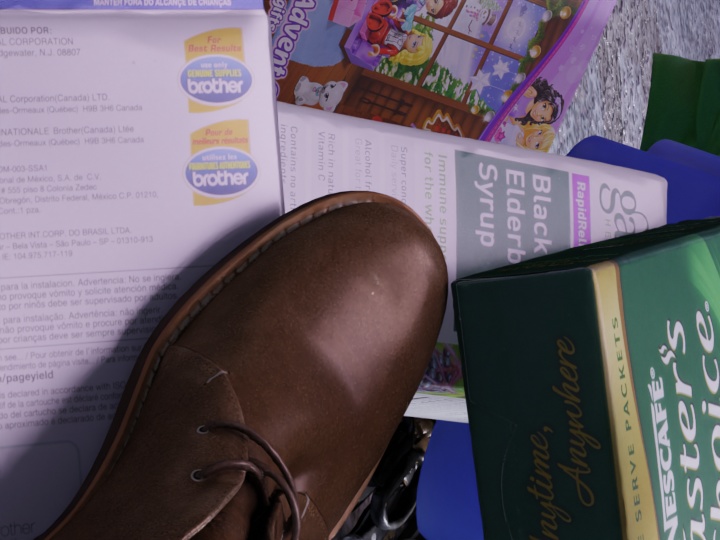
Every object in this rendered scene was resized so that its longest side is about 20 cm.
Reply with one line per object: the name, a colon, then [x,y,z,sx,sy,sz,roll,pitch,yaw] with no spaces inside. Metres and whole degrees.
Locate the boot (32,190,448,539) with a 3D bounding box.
boot: [-0.030,0.057,0.648,0.074,0.075,0.200,48,63,-17]

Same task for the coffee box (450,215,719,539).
coffee box: [0.089,0.050,0.773,0.200,0.044,0.124,-10,94,-64]

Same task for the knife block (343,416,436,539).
knife block: [0.070,0.045,1.087,0.176,0.199,0.064,-125,-160,-58]

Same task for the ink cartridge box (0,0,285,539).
ink cartridge box: [-0.076,0.002,0.687,0.119,0.042,0.202,-4,91,-32]

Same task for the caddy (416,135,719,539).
caddy: [0.108,0.046,0.955,0.141,0.105,0.201,-4,119,-61]

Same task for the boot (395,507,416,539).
boot: [0.057,0.179,1.158,0.168,0.076,0.201,-65,140,-67]

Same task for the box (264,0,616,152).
box: [0.025,-0.108,0.881,0.136,0.039,0.201,16,103,-37]

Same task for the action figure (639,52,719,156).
action figure: [0.131,0.017,1.065,0.118,0.054,0.202,-162,-95,-73]

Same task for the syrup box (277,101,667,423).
syrup box: [0.000,0.000,0.819,0.199,0.081,0.079,9,79,-37]
